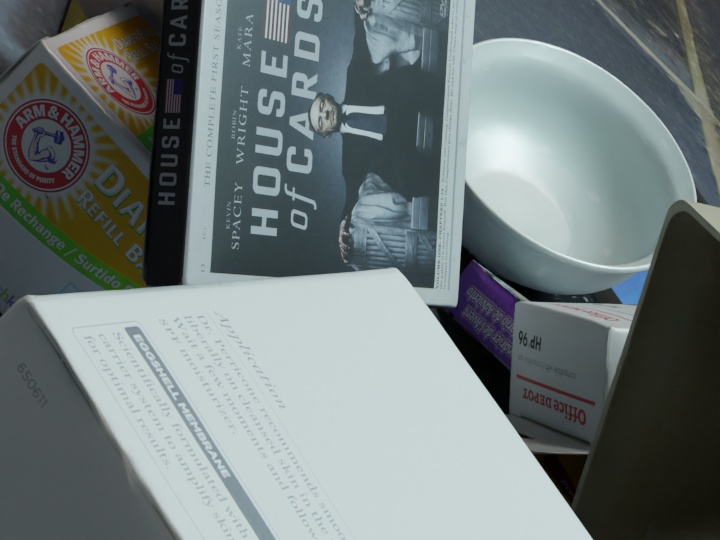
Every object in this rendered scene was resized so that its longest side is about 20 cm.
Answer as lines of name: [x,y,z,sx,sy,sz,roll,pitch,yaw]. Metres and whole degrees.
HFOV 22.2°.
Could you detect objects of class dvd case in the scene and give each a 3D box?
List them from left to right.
dvd case: [-0.013,-0.063,0.749,0.199,0.025,0.152,5,89,-58]

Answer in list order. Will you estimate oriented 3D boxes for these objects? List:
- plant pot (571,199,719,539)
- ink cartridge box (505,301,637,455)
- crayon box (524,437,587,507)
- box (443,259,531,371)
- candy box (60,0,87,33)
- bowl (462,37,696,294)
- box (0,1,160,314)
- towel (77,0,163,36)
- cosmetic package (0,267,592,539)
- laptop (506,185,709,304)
plant pot: [0.233,0.103,0.830,0.176,0.201,0.200,3,27,-24]
ink cartridge box: [0.156,0.056,0.979,0.198,0.068,0.116,1,5,-21]
crayon box: [0.115,0.154,0.988,0.127,0.051,0.200,57,23,20]
box: [0.153,0.079,1.136,0.200,0.039,0.137,35,4,-30]
candy box: [-0.104,-0.140,1.052,0.117,0.056,0.201,41,24,-22]
bowl: [0.121,-0.055,1.246,0.200,0.091,0.202,17,47,-19]
box: [-0.085,-0.005,0.807,0.200,0.101,0.113,48,22,-2]
towel: [-0.058,-0.081,0.866,0.190,0.032,0.201,25,-30,45]
cosmetic package: [-0.068,0.107,0.527,0.123,0.199,0.200,55,23,16]
laptop: [0.167,-0.044,1.335,0.178,0.103,0.200,57,23,21]
